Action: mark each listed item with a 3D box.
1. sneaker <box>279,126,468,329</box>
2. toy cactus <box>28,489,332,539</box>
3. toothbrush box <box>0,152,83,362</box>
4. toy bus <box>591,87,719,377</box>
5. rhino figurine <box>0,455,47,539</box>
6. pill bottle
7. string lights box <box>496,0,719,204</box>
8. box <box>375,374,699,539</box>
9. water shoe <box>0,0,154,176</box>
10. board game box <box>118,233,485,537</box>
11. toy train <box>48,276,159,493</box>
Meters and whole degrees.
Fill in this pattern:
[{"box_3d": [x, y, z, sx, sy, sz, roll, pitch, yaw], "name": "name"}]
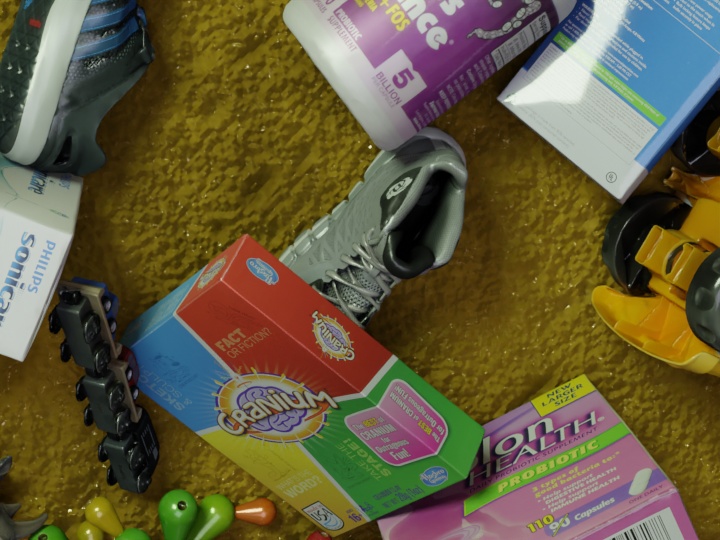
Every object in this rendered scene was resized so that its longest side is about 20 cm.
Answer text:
[{"box_3d": [0.000, 0.000, 0.972, 0.075, 0.116, 0.201, 33, 98, -15], "name": "sneaker"}, {"box_3d": [-0.126, 0.227, 1.038, 0.198, 0.102, 0.166, 5, 115, -18], "name": "toy cactus"}, {"box_3d": [-0.271, -0.039, 0.908, 0.199, 0.146, 0.086, 21, 102, -14], "name": "toothbrush box"}, {"box_3d": [0.281, -0.013, 1.010, 0.191, 0.136, 0.201, 24, 98, -27], "name": "toy bus"}, {"box_3d": [-0.299, 0.140, 0.990, 0.198, 0.060, 0.088, 13, 60, -12], "name": "rhino figurine"}, {"box_3d": [0.060, -0.174, 0.935, 0.200, 0.112, 0.112, -38, 107, 3], "name": "pill bottle"}, {"box_3d": [0.189, -0.152, 0.968, 0.103, 0.059, 0.200, 41, 97, 10], "name": "string lights box"}, {"box_3d": [0.112, 0.176, 0.992, 0.175, 0.200, 0.097, -27, 107, 1], "name": "box"}, {"box_3d": [-0.162, -0.156, 0.943, 0.079, 0.071, 0.201, 17, 102, -40], "name": "water shoe"}, {"box_3d": [-0.043, 0.080, 0.981, 0.200, 0.040, 0.153, 39, 140, -15], "name": "board game box"}, {"box_3d": [-0.156, 0.071, 0.966, 0.034, 0.046, 0.201, 13, 142, 17], "name": "toy train"}]
